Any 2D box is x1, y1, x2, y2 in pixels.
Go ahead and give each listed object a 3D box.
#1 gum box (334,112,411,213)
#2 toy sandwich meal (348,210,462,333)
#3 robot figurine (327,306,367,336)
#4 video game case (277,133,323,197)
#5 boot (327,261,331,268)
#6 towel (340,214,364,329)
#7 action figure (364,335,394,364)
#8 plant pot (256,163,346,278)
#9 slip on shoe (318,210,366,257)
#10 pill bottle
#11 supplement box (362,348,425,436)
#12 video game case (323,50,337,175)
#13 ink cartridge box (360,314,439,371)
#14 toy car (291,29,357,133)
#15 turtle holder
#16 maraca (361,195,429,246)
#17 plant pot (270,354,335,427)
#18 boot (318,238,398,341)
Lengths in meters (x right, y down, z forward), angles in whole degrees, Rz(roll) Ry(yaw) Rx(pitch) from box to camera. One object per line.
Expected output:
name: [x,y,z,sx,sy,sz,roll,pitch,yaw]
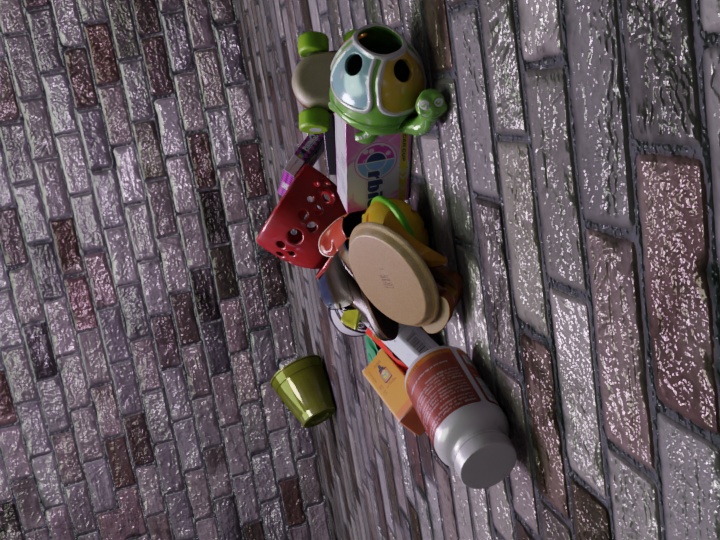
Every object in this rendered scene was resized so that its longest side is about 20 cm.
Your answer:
gum box: [0.021,-0.193,1.346,0.066,0.112,0.202,-114,17,-44]
toy sandwich meal: [0.067,0.001,1.240,0.204,0.070,0.207,36,147,28]
robot figurine: [-0.003,0.074,1.690,0.200,0.148,0.127,142,127,-74]
video game case: [-0.120,-0.263,1.858,0.036,0.182,0.200,34,167,-3]
boot: [0.021,0.025,1.512,0.203,0.073,0.155,-38,63,39]
towel: [0.000,0.000,1.441,0.086,0.018,0.203,-165,86,-76]
action figure: [0.049,0.196,1.746,0.119,0.054,0.201,88,161,-46]
plant pot: [-0.097,-0.096,1.724,0.181,0.202,0.200,33,167,-3]
slip on shoe: [-0.021,-0.080,1.562,0.199,0.061,0.075,-26,73,45]
pill bottle: [0.144,0.209,1.166,0.201,0.111,0.113,-117,19,-53]
supplement box: [0.075,0.228,1.548,0.069,0.067,0.200,39,-176,-31]
video game case: [-0.054,-0.320,1.642,0.181,0.025,0.202,-79,-15,-61]
ink cartridge box: [0.064,0.140,1.463,0.160,0.047,0.201,43,156,13]
toy car: [-0.038,-0.313,1.466,0.200,0.155,0.167,77,-169,-83]
turtle holder: [0.031,-0.264,1.166,0.133,0.139,0.187,94,161,-51]
maraca: [0.059,-0.034,1.345,0.137,0.106,0.202,46,156,45]
plant pot: [-0.182,0.430,2.816,0.194,0.198,0.201,59,161,24]
boot: [-0.005,0.054,1.368,0.097,0.074,0.201,-44,52,30]
